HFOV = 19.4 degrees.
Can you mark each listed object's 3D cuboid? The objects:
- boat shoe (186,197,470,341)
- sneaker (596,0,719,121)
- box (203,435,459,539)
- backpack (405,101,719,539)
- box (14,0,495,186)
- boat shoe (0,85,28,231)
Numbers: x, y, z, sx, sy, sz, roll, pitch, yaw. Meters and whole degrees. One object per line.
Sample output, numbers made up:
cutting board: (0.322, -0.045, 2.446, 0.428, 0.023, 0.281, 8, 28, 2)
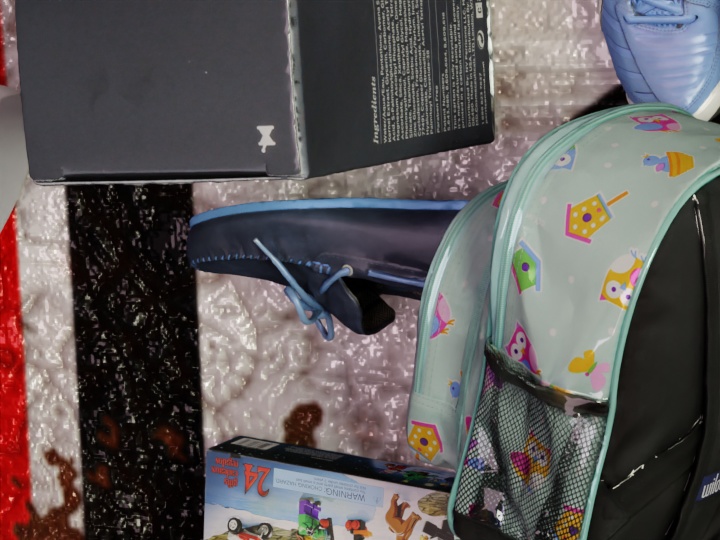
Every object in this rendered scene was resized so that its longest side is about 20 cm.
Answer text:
boat shoe: (0.000, 0.000, 1.044, 0.200, 0.084, 0.069, 0, 86, 30)
sneaker: (0.130, -0.161, 0.959, 0.076, 0.077, 0.200, -5, 96, 26)
box: (0.012, 0.169, 1.089, 0.200, 0.038, 0.137, 7, 100, 26)
backpack: (0.119, 0.024, 0.930, 0.153, 0.176, 0.200, 33, 121, 36)
box: (-0.043, -0.101, 0.986, 0.148, 0.200, 0.104, 0, 98, 27)
boat shoe: (-0.242, -0.019, 1.178, 0.057, 0.069, 0.200, 31, 112, 21)
